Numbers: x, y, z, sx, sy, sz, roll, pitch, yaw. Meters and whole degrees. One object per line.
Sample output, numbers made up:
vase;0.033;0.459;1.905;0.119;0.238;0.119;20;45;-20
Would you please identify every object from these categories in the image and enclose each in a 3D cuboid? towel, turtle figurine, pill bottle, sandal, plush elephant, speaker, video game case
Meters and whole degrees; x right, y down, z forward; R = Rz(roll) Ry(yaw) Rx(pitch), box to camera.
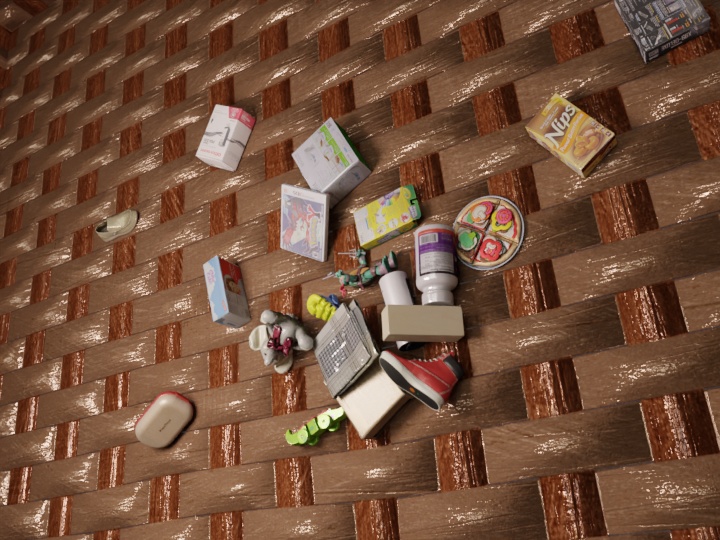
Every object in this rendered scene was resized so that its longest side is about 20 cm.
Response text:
towel;-0.045;0.202;1.600;0.200;0.034;0.195;-47;46;24
turtle figurine;0.000;0.000;1.710;0.196;0.102;0.151;-14;27;24
pill bottle;0.197;-0.007;1.584;0.109;0.111;0.205;-10;70;27
sandal;-0.054;0.129;1.708;0.200;0.087;0.080;43;121;14
plush elephant;-0.233;0.206;1.731;0.163;0.200;0.157;32;92;-5
speaker;0.111;0.109;1.615;0.080;0.081;0.204;-26;62;20
video game case;-0.171;-0.146;1.841;0.179;0.023;0.205;17;114;34

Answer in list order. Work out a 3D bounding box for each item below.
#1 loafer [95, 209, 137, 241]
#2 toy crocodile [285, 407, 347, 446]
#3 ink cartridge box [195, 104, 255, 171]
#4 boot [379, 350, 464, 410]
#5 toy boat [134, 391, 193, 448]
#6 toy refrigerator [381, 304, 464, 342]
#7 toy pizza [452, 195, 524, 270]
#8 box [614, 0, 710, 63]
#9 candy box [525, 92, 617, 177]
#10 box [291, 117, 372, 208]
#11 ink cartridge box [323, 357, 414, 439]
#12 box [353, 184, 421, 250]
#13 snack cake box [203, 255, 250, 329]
loafer;-0.932;-0.173;2.327;0.197;0.068;0.077;-28;62;20
toy crocodile;-0.116;0.421;1.654;0.198;0.067;0.063;-36;59;16
ink cartridge box;-0.475;-0.467;2.146;0.143;0.084;0.205;17;85;33
boot;0.155;0.235;1.525;0.198;0.073;0.145;33;60;17
toy boat;-0.622;0.455;1.926;0.201;0.130;0.131;-48;27;7
toy refrigerator;0.154;0.134;1.526;0.194;0.070;0.078;2;68;-12
toy pizza;0.326;-0.102;1.587;0.196;0.032;0.206;-10;70;28
box;0.741;-0.640;1.508;0.155;0.050;0.204;-25;63;21
candy box;0.527;-0.341;1.533;0.116;0.055;0.201;-46;58;9
box;-0.092;-0.329;1.868;0.176;0.096;0.202;-40;59;14
ink cartridge box;0.021;0.311;1.606;0.165;0.075;0.201;-46;58;11
box;0.081;-0.154;1.740;0.197;0.048;0.120;-25;63;24
snack cake box;-0.421;0.070;1.920;0.066;0.115;0.204;-28;62;19
